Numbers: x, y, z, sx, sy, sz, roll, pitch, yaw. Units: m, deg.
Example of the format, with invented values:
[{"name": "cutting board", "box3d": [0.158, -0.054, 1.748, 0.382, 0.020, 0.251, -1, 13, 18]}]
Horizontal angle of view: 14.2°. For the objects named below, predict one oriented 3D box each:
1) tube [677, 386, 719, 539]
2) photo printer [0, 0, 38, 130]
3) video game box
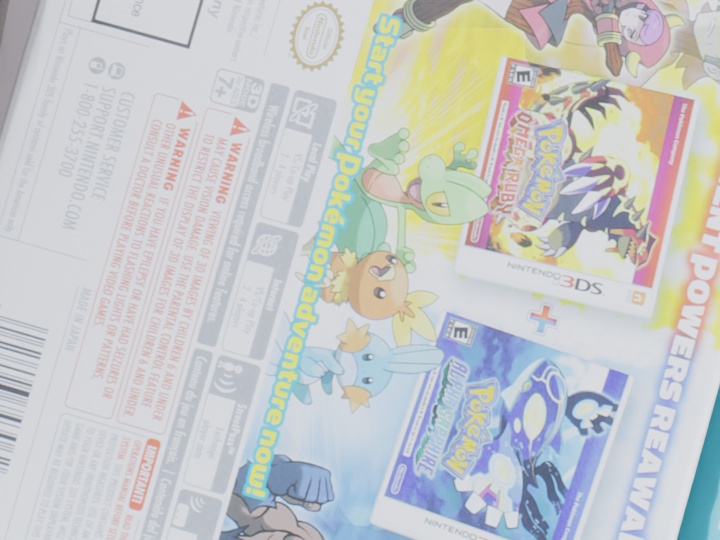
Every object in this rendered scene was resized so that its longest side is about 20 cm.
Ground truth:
[{"name": "tube", "box3d": [0.113, 0.000, 0.772, 0.050, 0.077, 0.201, 3, 62, 31]}, {"name": "photo printer", "box3d": [-0.019, -0.031, 0.757, 0.166, 0.069, 0.201, 9, 86, 6]}, {"name": "video game box", "box3d": [0.000, 0.000, 0.695, 0.181, 0.047, 0.201, 16, 87, 7]}]
